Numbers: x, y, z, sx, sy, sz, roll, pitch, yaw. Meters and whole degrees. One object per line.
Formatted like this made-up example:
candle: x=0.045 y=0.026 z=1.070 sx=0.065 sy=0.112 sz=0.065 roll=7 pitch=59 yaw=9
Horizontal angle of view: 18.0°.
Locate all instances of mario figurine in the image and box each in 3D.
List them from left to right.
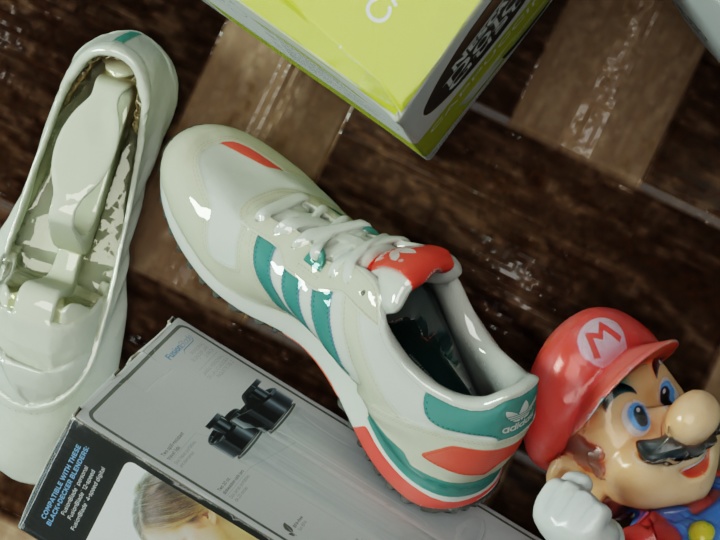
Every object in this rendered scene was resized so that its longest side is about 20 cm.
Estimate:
mario figurine: x=0.142 y=0.101 z=0.913 sx=0.106 sy=0.123 sz=0.200 roll=-33 pitch=90 yaw=16

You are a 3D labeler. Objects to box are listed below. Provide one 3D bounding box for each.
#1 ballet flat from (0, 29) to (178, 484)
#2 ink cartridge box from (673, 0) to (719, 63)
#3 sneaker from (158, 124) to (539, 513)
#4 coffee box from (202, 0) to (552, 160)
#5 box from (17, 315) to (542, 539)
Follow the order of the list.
ballet flat: x=-0.127 y=-0.007 z=0.964 sx=0.069 sy=0.069 sz=0.201 roll=16 pitch=90 yaw=5
ink cartridge box: x=0.217 y=-0.130 z=0.813 sx=0.200 sy=0.145 sz=0.145 roll=-42 pitch=53 yaw=6
sneaker: x=0.000 y=0.001 z=0.922 sx=0.070 sy=0.093 sz=0.200 roll=-31 pitch=74 yaw=-35
coffee box: x=0.002 y=-0.184 z=0.892 sx=0.200 sy=0.198 sz=0.200 roll=37 pitch=92 yaw=5
box: x=-0.024 y=0.110 z=0.922 sx=0.200 sy=0.117 sz=0.060 roll=31 pitch=115 yaw=4
